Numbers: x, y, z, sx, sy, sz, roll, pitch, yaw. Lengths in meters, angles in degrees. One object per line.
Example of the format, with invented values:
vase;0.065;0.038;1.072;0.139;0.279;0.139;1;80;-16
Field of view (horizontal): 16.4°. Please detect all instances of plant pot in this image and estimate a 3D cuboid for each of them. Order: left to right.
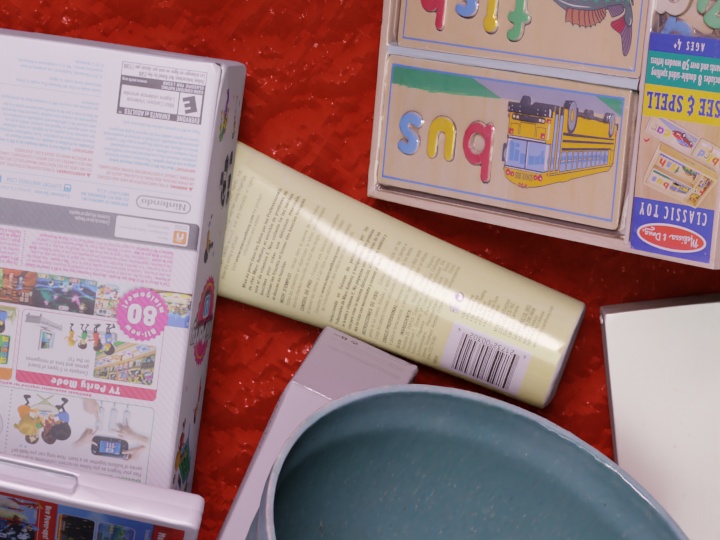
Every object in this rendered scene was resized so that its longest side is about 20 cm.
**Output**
plant pot;0.029;0.163;0.977;0.200;0.200;0.134;30;125;-1

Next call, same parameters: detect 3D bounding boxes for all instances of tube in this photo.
tube;0.000;0.000;1.104;0.199;0.052;0.058;21;59;6

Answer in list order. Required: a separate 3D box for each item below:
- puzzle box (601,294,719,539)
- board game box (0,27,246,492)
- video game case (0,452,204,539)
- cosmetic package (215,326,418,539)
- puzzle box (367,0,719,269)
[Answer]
puzzle box;0.181;0.108;1.105;0.132;0.025;0.201;-6;97;1
board game box;-0.137;0.000;1.077;0.147;0.064;0.201;9;96;5
video game case;-0.172;0.113;1.070;0.199;0.143;0.018;13;58;-3
cosmetic package;-0.040;0.130;1.088;0.050;0.083;0.201;24;108;1
puzzle box;0.083;-0.080;1.033;0.200;0.025;0.134;12;101;45
